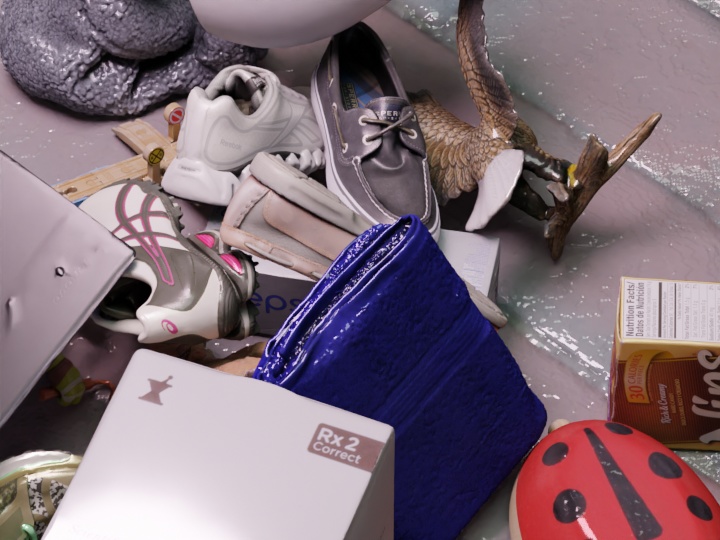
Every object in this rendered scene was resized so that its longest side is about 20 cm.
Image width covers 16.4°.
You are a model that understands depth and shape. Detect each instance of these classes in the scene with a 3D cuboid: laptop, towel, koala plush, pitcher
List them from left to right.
[{"bbox_3d":[-0.266,0.019,1.612,0.116,0.200,0.188,41,81,-17],"label":"laptop"},{"bbox_3d":[-0.180,-0.229,1.785,0.183,0.201,0.178,-25,56,-17],"label":"koala plush"},{"bbox_3d":[-0.019,-0.244,1.696,0.199,0.121,0.173,-12,69,13],"label":"pitcher"},{"bbox_3d":[0.024,0.076,1.534,0.148,0.200,0.049,-47,39,-14],"label":"towel"}]

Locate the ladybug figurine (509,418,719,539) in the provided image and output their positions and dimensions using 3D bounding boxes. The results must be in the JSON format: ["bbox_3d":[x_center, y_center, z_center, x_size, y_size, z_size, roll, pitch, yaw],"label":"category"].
[{"bbox_3d":[0.166,0.166,1.552,0.135,0.072,0.200,-23,55,-16],"label":"ladybug figurine"}]

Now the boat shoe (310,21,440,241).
[{"bbox_3d":[0.013,-0.094,1.681,0.069,0.066,0.201,1,43,-15],"label":"boat shoe"}]

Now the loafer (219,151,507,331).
[{"bbox_3d":[0.000,0.000,1.578,0.063,0.199,0.072,-55,21,4],"label":"loafer"}]

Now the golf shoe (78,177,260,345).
[{"bbox_3d":[-0.146,-0.006,1.606,0.088,0.078,0.200,-17,25,-31],"label":"golf shoe"}]

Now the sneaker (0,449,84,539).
[{"bbox_3d":[-0.236,0.178,1.560,0.199,0.077,0.089,-18,65,-5],"label":"sneaker"}]

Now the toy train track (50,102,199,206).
[{"bbox_3d":[-0.171,-0.075,1.744,0.199,0.033,0.115,-23,43,-30],"label":"toy train track"}]

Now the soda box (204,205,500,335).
[{"bbox_3d":[-0.008,0.008,1.681,0.199,0.068,0.064,9,51,7],"label":"soda box"}]

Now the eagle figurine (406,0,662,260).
[{"bbox_3d":[0.084,-0.102,1.733,0.152,0.151,0.200,-41,71,-17],"label":"eagle figurine"}]

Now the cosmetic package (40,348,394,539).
[{"bbox_3d":[-0.081,0.184,1.460,0.164,0.201,0.166,15,55,13],"label":"cosmetic package"}]

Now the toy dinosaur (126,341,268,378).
[{"bbox_3d":[-0.090,0.085,1.577,0.135,0.200,0.086,-3,93,2],"label":"toy dinosaur"}]

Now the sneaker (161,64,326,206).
[{"bbox_3d":[-0.067,-0.105,1.724,0.075,0.082,0.200,12,20,20],"label":"sneaker"}]

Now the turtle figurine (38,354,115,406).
[{"bbox_3d":[-0.235,0.032,1.668,0.160,0.065,0.201,-11,53,-8],"label":"turtle figurine"}]

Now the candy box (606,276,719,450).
[{"bbox_3d":[0.260,0.065,1.602,0.199,0.117,0.057,4,52,5],"label":"candy box"}]
